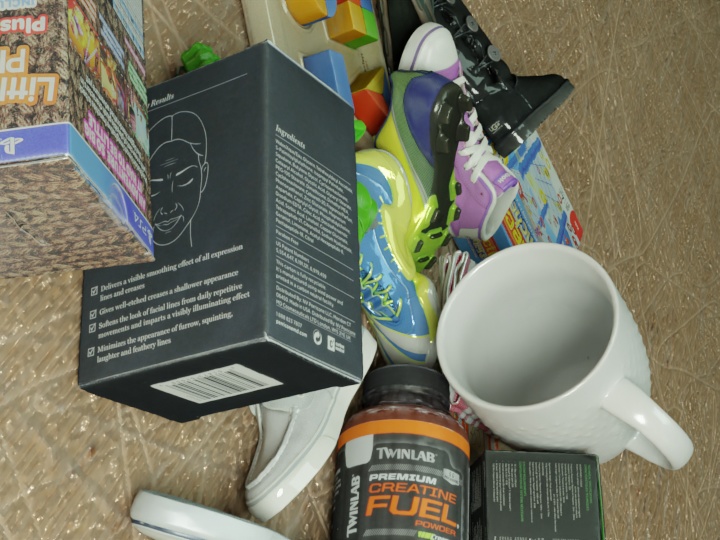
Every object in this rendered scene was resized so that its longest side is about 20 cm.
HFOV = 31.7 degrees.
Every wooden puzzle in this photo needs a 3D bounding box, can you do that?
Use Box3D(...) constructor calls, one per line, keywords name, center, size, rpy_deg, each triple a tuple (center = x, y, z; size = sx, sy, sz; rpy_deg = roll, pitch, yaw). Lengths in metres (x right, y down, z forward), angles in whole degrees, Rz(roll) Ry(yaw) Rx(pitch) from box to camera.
Box3D(name="wooden puzzle", center=(-0.024, -0.194, 1.115), size=(0.200, 0.046, 0.186), rpy_deg=(1, 76, -60))

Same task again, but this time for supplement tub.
Box3D(name="supplement tub", center=(0.031, 0.176, 0.975), size=(0.107, 0.107, 0.201), rpy_deg=(40, 44, -45))

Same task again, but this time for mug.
Box3D(name="mug", center=(0.178, 0.094, 1.014), size=(0.148, 0.200, 0.175), rpy_deg=(-51, 140, -9))

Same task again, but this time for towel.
Box3D(name="towel", center=(0.128, 0.080, 1.143), size=(0.200, 0.030, 0.147), rpy_deg=(32, 51, -50))

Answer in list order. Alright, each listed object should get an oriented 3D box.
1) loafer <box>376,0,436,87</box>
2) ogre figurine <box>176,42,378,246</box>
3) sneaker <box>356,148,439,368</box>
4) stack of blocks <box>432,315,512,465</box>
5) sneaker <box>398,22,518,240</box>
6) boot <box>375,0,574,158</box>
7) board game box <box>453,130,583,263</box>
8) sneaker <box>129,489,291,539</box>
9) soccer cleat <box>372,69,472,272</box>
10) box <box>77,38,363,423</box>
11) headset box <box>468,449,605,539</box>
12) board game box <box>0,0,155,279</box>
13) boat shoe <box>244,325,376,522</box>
Box3D(name="loafer", center=(0.050, -0.202, 1.199), size=(0.063, 0.072, 0.200), rpy_deg=(-73, 149, -58))
Box3D(name="ogre figurine", center=(-0.049, -0.081, 0.958), size=(0.200, 0.098, 0.120), rpy_deg=(37, 19, 17))
Box3D(name="sneaker", center=(0.000, 0.000, 1.060), size=(0.105, 0.076, 0.201), rpy_deg=(-10, 86, -42))
Box3D(name="stack of blocks", center=(0.107, 0.132, 1.173), size=(0.200, 0.058, 0.115), rpy_deg=(34, 49, -49))
Box3D(name="sneaker", center=(0.097, -0.122, 1.149), size=(0.073, 0.114, 0.201), rpy_deg=(-33, 130, -39))
Box3D(name="boot", center=(0.122, -0.229, 1.310), size=(0.200, 0.066, 0.165), rpy_deg=(48, 35, -2))
Box3D(name="board game box", center=(0.163, -0.062, 1.364), size=(0.200, 0.056, 0.196), rpy_deg=(60, 32, -24))
Box3D(name="sneaker", center=(-0.073, 0.203, 0.822), size=(0.200, 0.073, 0.071), rpy_deg=(36, 70, -35))
Box3D(name="soccer cleat", center=(0.044, -0.084, 1.121), size=(0.065, 0.084, 0.201), rpy_deg=(-29, 137, -46))
Box3D(name="box", center=(-0.089, -0.020, 0.817), size=(0.107, 0.148, 0.201), rpy_deg=(29, 53, -52))
Box3D(name="headset box", center=(0.122, 0.252, 1.016), size=(0.200, 0.092, 0.175), rpy_deg=(111, -18, -66))
Box3D(name="board game box", center=(-0.182, -0.116, 0.696), size=(0.159, 0.097, 0.201), rpy_deg=(71, 13, -71))
Box3D(name="boat shoe", center=(-0.047, 0.094, 0.925), size=(0.068, 0.072, 0.200), rpy_deg=(42, 45, -12))
